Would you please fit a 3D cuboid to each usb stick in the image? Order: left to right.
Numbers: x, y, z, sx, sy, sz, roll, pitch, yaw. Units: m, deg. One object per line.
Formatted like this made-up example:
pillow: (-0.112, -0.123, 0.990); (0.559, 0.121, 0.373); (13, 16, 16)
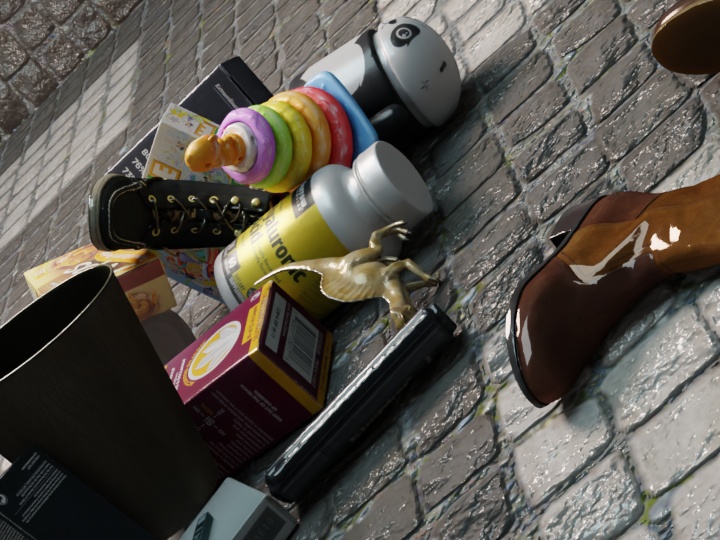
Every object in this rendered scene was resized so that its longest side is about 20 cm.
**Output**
usb stick: (0.000, 0.108, 1.397); (0.200, 0.055, 0.033); (-47, 64, 1)

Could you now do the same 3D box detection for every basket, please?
basket: (-0.218, 0.127, 1.457); (0.180, 0.201, 0.136); (-38, 20, -1)

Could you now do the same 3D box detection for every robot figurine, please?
robot figurine: (0.005, -0.172, 1.763); (0.199, 0.125, 0.151); (-30, 67, 16)

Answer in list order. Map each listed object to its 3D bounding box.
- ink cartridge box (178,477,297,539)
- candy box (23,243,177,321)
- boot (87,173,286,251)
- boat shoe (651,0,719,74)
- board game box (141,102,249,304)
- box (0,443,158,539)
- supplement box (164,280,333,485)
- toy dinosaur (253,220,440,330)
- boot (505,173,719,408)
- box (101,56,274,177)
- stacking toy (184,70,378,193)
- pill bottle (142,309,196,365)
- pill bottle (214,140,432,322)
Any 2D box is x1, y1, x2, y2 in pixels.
ink cartridge box: (-0.155, 0.260, 1.433); (0.201, 0.044, 0.173); (-53, 22, -14)
candy box: (-0.263, 0.018, 1.743); (0.115, 0.056, 0.200); (-25, 16, -13)
boot: (-0.163, -0.056, 1.680); (0.152, 0.074, 0.203); (1, 3, 15)
boat shoe: (0.314, -0.214, 1.331); (0.199, 0.070, 0.071); (-21, 39, 35)
board game box: (-0.165, -0.065, 1.810); (0.034, 0.133, 0.201); (-65, 0, -46)
box: (-0.265, 0.257, 1.426); (0.200, 0.141, 0.079); (-53, -3, 41)
supplement box: (-0.126, 0.117, 1.572); (0.199, 0.086, 0.111); (-38, 23, 25)
toy dinosaur: (0.000, 0.000, 1.499); (0.199, 0.059, 0.101); (21, 39, 41)
boot: (0.206, 0.005, 1.188); (0.199, 0.069, 0.189); (-15, 29, 43)
box: (-0.169, -0.121, 1.980); (0.200, 0.148, 0.104); (-40, 4, 14)
stacking toy: (-0.091, -0.114, 1.623); (0.199, 0.110, 0.116); (-11, -33, -48)
pill bottle: (-0.261, 0.115, 1.808); (0.199, 0.112, 0.113); (-27, 28, 42)
pill bottle: (-0.032, -0.027, 1.614); (0.199, 0.111, 0.112); (-38, 22, 21)
